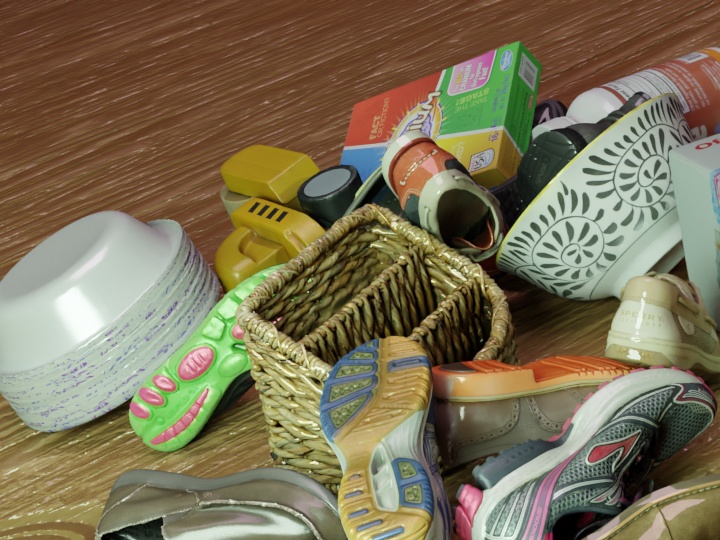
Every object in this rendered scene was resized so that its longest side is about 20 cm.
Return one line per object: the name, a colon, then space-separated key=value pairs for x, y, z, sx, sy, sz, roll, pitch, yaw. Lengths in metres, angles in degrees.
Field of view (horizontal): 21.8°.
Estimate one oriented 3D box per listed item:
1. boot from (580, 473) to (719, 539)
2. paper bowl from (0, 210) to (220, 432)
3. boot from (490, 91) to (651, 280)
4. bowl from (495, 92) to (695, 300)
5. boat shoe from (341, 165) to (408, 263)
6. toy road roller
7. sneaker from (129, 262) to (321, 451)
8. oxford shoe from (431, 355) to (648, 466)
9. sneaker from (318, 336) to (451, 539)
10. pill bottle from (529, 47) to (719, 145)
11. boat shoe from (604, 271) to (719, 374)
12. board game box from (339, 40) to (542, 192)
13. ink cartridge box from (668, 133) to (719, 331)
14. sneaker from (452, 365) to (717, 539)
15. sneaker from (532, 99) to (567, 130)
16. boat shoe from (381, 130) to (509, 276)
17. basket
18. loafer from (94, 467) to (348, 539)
boot: x=0.162 y=0.182 z=1.078 sx=0.199 sy=0.074 sz=0.076 roll=-22 pitch=41 yaw=-12
paper bowl: x=-0.222 y=0.029 z=1.533 sx=0.200 sy=0.105 sz=0.201 roll=-29 pitch=22 yaw=13
boot: x=0.170 y=-0.066 z=1.592 sx=0.131 sy=0.070 sz=0.200 roll=-24 pitch=-13 yaw=-41
bowl: x=0.212 y=-0.038 z=1.494 sx=0.200 sy=0.201 sz=0.094 roll=-31 pitch=70 yaw=-38
boat shoe: x=-0.003 y=-0.001 z=1.500 sx=0.072 sy=0.060 sz=0.202 roll=21 pitch=70 yaw=27
toy road roller: x=-0.073 y=-0.016 z=1.624 sx=0.146 sy=0.124 sz=0.200 roll=-36 pitch=29 yaw=-23
sneaker: x=-0.096 y=0.057 z=1.442 sx=0.199 sy=0.077 sz=0.084 roll=-36 pitch=6 yaw=9
oxford shoe: x=0.139 y=0.099 z=1.292 sx=0.198 sy=0.074 sz=0.071 roll=-1 pitch=5 yaw=-21
sneaker: x=0.019 y=0.130 z=1.193 sx=0.075 sy=0.089 sz=0.201 roll=-12 pitch=39 yaw=11
pill bottle: x=0.259 y=-0.123 z=1.705 sx=0.199 sy=0.113 sz=0.112 roll=-21 pitch=22 yaw=-19
boat shoe: x=0.219 y=0.036 z=1.306 sx=0.071 sy=0.065 sz=0.200 roll=9 pitch=0 yaw=16
board game box: x=0.067 y=-0.115 z=1.732 sx=0.199 sy=0.040 sz=0.154 roll=-18 pitch=45 yaw=36
ink cartridge box: x=0.336 y=-0.021 z=1.352 sx=0.144 sy=0.146 sz=0.200 roll=-17 pitch=22 yaw=-10
sneaker: x=0.154 y=0.133 z=1.183 sx=0.199 sy=0.081 sz=0.075 roll=-31 pitch=45 yaw=-26
sneaker: x=0.148 y=-0.125 z=1.813 sx=0.070 sy=0.083 sz=0.199 roll=5 pitch=27 yaw=38
boat shoe: x=0.080 y=-0.039 z=1.466 sx=0.071 sy=0.200 sz=0.063 roll=-45 pitch=56 yaw=-1
basket: x=0.026 y=0.053 z=1.345 sx=0.142 sy=0.150 sz=0.200 roll=2 pitch=25 yaw=34
loafer: x=-0.093 y=0.178 z=1.226 sx=0.199 sy=0.073 sz=0.071 roll=-5 pitch=32 yaw=34
